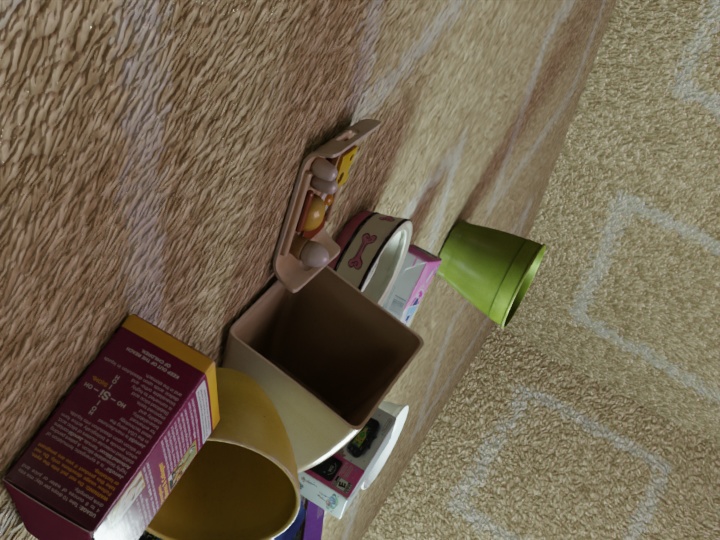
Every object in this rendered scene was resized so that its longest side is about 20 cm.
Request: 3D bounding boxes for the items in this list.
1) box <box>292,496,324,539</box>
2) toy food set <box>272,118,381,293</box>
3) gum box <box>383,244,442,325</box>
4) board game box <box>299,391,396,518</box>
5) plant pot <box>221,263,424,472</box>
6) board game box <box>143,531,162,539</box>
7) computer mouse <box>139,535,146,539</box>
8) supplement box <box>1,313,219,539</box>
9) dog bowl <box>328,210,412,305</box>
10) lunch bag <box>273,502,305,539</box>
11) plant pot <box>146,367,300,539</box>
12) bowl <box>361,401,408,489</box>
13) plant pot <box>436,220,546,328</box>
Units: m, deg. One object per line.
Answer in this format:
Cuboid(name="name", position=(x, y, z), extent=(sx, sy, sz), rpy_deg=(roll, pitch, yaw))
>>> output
Cuboid(name="box", position=(-0.118, 0.427, 1.782), extent=(0.136, 0.039, 0.201), rpy_deg=(-39, -155, 27))
Cuboid(name="toy food set", position=(-0.035, -0.083, 1.477), extent=(0.143, 0.060, 0.202), rpy_deg=(-43, 157, -55))
Cuboid(name="gum box", position=(0.067, 0.057, 2.153), extent=(0.202, 0.066, 0.113), rpy_deg=(-64, 166, 10))
Cuboid(name="board game box", position=(-0.072, 0.224, 1.642), extent=(0.148, 0.198, 0.065), rpy_deg=(-54, 166, -35))
Cuboid(name="plant pot", position=(-0.069, 0.139, 1.532), extent=(0.200, 0.199, 0.178), rpy_deg=(-48, 171, -48))
Cuboid(name="board game box", position=(-0.243, 0.328, 1.521), extent=(0.202, 0.047, 0.151), rpy_deg=(-65, 167, 9))
Cuboid(name="computer mouse", position=(-0.317, 0.365, 1.358), extent=(0.200, 0.034, 0.059), rpy_deg=(-39, 170, -50))
Cuboid(name="supplement box", position=(-0.228, 0.167, 1.121), extent=(0.201, 0.102, 0.131), rpy_deg=(-56, 166, -31))
Cuboid(name="dog bowl", position=(0.000, 0.000, 1.760), extent=(0.201, 0.073, 0.201), rpy_deg=(-58, 166, -23))
Cuboid(name="lunch bag", position=(-0.166, 0.358, 1.683), extent=(0.133, 0.135, 0.200), rpy_deg=(-58, 167, -17))
Cuboid(name="plant pot", position=(-0.161, 0.195, 1.320), extent=(0.143, 0.197, 0.201), rpy_deg=(-88, -170, -46))
Cuboid(name="bowl", position=(0.018, 0.357, 2.526), extent=(0.202, 0.090, 0.202), rpy_deg=(-57, 166, -23))
Cuboid(name="plant pot", position=(0.270, -0.008, 2.546), extent=(0.201, 0.191, 0.201), rpy_deg=(-57, 166, -23))
